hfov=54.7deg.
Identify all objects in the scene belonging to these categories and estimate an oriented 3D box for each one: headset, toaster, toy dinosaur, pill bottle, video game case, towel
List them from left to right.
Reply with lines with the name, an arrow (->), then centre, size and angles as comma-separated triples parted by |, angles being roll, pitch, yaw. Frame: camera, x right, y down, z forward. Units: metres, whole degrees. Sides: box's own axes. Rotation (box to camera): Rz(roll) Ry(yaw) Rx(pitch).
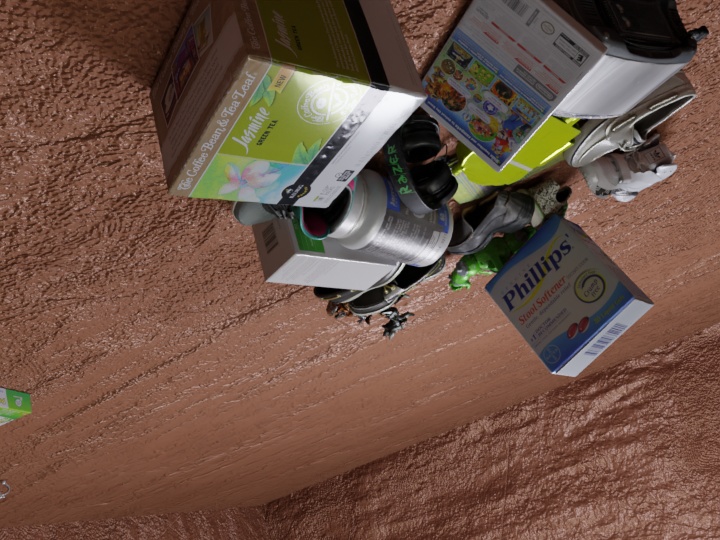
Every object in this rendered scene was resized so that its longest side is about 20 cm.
toy dinosaur -> 0.036, 0.057, 1.336 | 0.198, 0.103, 0.136 | -6, 147, 32
pill bottle -> 0.028, -0.078, 0.989 | 0.199, 0.115, 0.114 | 13, 143, -40
headset -> 0.072, -0.136, 0.914 | 0.093, 0.125, 0.200 | -17, -176, 28
video game case -> 0.156, -0.217, 0.776 | 0.018, 0.143, 0.200 | -48, 178, -38
towel -> 0.220, -0.167, 1.053 | 0.199, 0.023, 0.143 | -25, 156, 18
toaster -> 0.283, -0.251, 0.802 | 0.198, 0.115, 0.129 | -5, 158, -26

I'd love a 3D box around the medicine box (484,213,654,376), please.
medicine box -> 0.343, 0.043, 1.167 | 0.103, 0.201, 0.182 | 14, 124, -50

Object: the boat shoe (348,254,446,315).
boat shoe -> 0.062, 0.013, 1.258 | 0.200, 0.072, 0.061 | -31, 163, 0

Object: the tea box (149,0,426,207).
tea box -> -0.080, -0.174, 0.691 | 0.195, 0.135, 0.200 | 2, 150, -35

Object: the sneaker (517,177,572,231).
sneaker -> 0.337, -0.105, 1.213 | 0.088, 0.077, 0.200 | -35, 154, 17

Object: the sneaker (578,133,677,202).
sneaker -> 0.434, -0.172, 1.125 | 0.115, 0.076, 0.199 | -35, 156, 34

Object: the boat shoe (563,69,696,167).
boat shoe -> 0.386, -0.207, 1.004 | 0.200, 0.066, 0.072 | -39, 152, 29

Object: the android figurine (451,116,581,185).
android figurine -> 0.210, -0.180, 0.942 | 0.181, 0.041, 0.200 | 10, 145, -38

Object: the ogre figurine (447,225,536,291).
ogre figurine -> 0.248, -0.029, 1.281 | 0.198, 0.099, 0.120 | -11, 170, 14

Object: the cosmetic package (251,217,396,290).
cosmetic package -> -0.053, -0.039, 1.038 | 0.199, 0.108, 0.085 | 4, 148, -43

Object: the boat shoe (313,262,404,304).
boat shoe -> 0.000, 0.000, 1.188 | 0.060, 0.072, 0.201 | 1, 151, -46

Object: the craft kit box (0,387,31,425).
craft kit box -> -0.765, 0.266, 1.298 | 0.196, 0.049, 0.200 | -19, 156, 11

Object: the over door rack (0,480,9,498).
over door rack -> -1.045, 0.619, 1.822 | 0.147, 0.067, 0.199 | -36, 171, 36

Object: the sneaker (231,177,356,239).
sneaker -> -0.082, -0.084, 0.883 | 0.199, 0.121, 0.084 | -30, 135, 23

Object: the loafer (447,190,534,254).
loafer -> 0.197, -0.085, 1.161 | 0.072, 0.073, 0.200 | 22, 148, -25
